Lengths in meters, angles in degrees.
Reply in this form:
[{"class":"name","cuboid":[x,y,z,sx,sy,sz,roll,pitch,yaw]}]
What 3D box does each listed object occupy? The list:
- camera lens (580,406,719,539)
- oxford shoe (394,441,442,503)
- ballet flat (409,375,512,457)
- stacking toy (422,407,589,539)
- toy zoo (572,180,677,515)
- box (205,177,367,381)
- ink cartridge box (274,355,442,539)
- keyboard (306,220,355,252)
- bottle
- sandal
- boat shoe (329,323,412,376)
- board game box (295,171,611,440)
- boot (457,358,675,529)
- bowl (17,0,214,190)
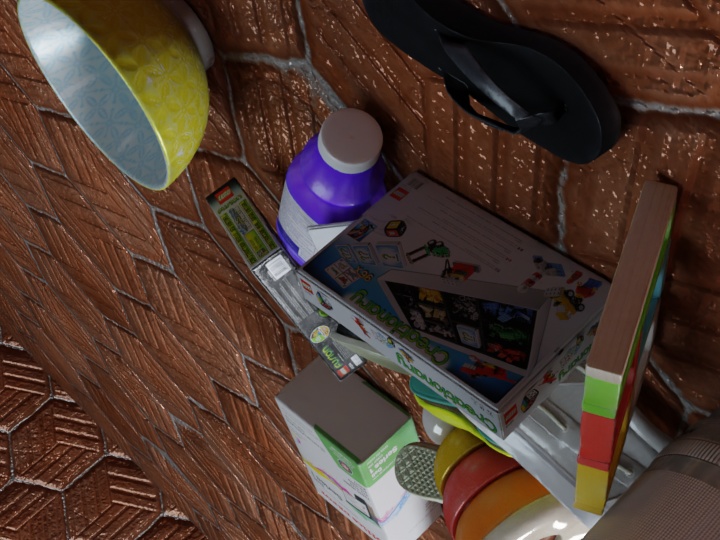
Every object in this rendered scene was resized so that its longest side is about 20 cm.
[{"class":"camera lens","cuboid":[0.216,0.199,0.746,0.160,0.200,0.160,41,158,20]},{"class":"oxford shoe","cuboid":[0.120,0.211,1.179,0.058,0.076,0.199,11,-178,-45]},{"class":"ballet flat","cuboid":[0.117,0.118,1.022,0.067,0.067,0.200,36,171,-30]},{"class":"stacking toy","cuboid":[0.112,0.182,1.081,0.200,0.145,0.147,55,167,38]},{"class":"toy zoo","cuboid":[0.157,0.059,0.729,0.020,0.132,0.201,14,147,17]},{"class":"box","cuboid":[-0.066,0.012,1.139,0.110,0.035,0.200,54,179,42]},{"class":"ink cartridge box","cuboid":[0.001,0.210,1.367,0.145,0.084,0.201,33,154,37]},{"class":"keyboard","cuboid":[0.000,0.000,1.006,0.056,0.011,0.200,-1,159,8]},{"class":"bottle","cuboid":[-0.021,-0.061,0.969,0.083,0.065,0.200,43,159,10]},{"class":"sandal","cuboid":[0.069,-0.116,0.722,0.200,0.043,0.076,37,156,31]},{"class":"boat shoe","cuboid":[0.048,0.053,1.032,0.074,0.066,0.199,27,170,-29]},{"class":"board game box","cuboid":[0.066,0.016,0.841,0.200,0.126,0.035,34,154,36]},{"class":"boot","cuboid":[0.135,0.092,0.890,0.200,0.096,0.074,42,-176,16]},{"class":"bowl","cuboid":[-0.191,-0.181,1.049,0.200,0.108,0.201,41,158,20]}]
